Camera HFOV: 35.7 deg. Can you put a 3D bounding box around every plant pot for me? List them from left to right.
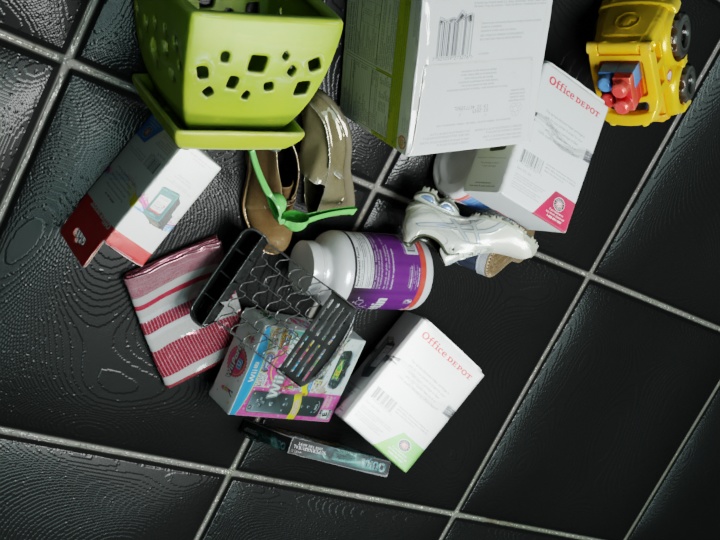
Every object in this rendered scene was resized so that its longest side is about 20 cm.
[{"bbox_3d":[-0.161,-0.255,1.343,0.198,0.200,0.182,-3,122,-31],"label":"plant pot"}]

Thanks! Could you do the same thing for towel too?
[{"bbox_3d":[-0.238,0.061,1.574,0.143,0.023,0.201,-25,126,-17],"label":"towel"}]

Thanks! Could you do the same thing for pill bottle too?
[{"bbox_3d":[0.000,0.000,1.627,0.199,0.112,0.113,2,114,-32],"label":"pill bottle"},{"bbox_3d":[0.215,-0.135,1.686,0.199,0.112,0.113,17,105,-37],"label":"pill bottle"}]

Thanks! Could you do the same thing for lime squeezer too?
[{"bbox_3d":[-0.091,-0.090,1.480,0.071,0.038,0.200,-42,135,21],"label":"lime squeezer"}]

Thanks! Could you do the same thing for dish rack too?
[{"bbox_3d":[-0.113,0.056,1.523,0.154,0.200,0.055,-55,168,5],"label":"dish rack"}]

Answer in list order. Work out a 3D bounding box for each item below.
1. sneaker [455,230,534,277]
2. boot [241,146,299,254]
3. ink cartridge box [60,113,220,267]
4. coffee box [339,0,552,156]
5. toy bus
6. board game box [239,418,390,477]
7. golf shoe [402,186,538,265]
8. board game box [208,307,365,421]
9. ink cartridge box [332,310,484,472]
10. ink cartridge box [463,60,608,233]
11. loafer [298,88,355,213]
[{"bbox_3d":[0.196,-0.050,1.758,0.200,0.108,0.070,-26,130,-56],"label":"sneaker"},{"bbox_3d":[-0.117,-0.102,1.526,0.073,0.075,0.201,-18,125,-25],"label":"boot"},{"bbox_3d":[-0.279,-0.089,1.406,0.200,0.116,0.067,-50,130,2],"label":"ink cartridge box"},{"bbox_3d":[0.106,-0.283,1.482,0.199,0.198,0.201,-8,117,-27],"label":"coffee box"},{"bbox_3d":[0.407,-0.281,1.662,0.192,0.135,0.201,-59,141,-37],"label":"toy bus"},{"bbox_3d":[-0.069,0.273,1.719,0.199,0.135,0.028,21,83,-37],"label":"board game box"},{"bbox_3d":[0.154,-0.040,1.623,0.078,0.199,0.098,94,17,-68],"label":"golf shoe"},{"bbox_3d":[-0.107,0.144,1.657,0.199,0.064,0.148,12,107,-43],"label":"board game box"},{"bbox_3d":[0.072,0.187,1.752,0.145,0.084,0.200,43,83,-19],"label":"ink cartridge box"},{"bbox_3d":[0.250,-0.174,1.585,0.145,0.083,0.201,26,79,-35],"label":"ink cartridge box"},{"bbox_3d":[-0.053,-0.153,1.536,0.067,0.076,0.201,-28,126,-23],"label":"loafer"}]
